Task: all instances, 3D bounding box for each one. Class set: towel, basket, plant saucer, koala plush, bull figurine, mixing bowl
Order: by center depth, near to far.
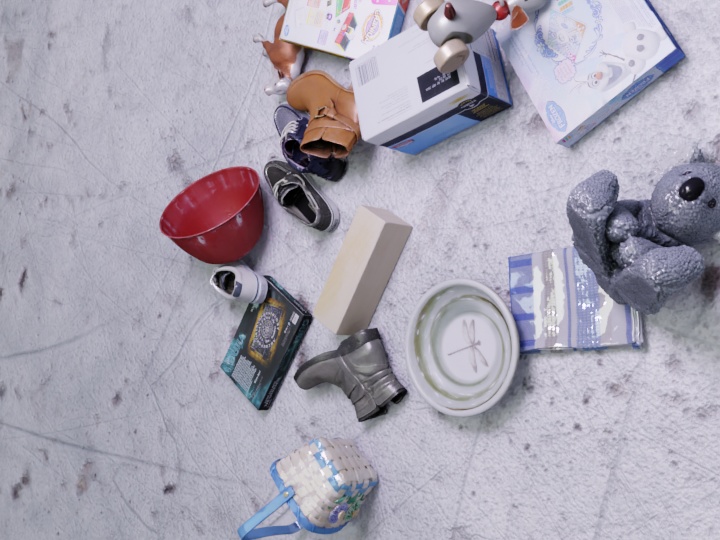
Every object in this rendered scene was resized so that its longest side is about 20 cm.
[{"bbox_3d":[0.378,-0.061,1.111,0.199,0.184,0.178,-39,64,-5],"label":"koala plush"},{"bbox_3d":[0.293,0.039,1.247,0.198,0.024,0.149,-8,81,39],"label":"towel"},{"bbox_3d":[0.156,0.114,1.337,0.198,0.050,0.204,-4,83,39],"label":"plant saucer"},{"bbox_3d":[-0.085,0.361,1.439,0.199,0.176,0.140,-40,66,18],"label":"basket"},{"bbox_3d":[-0.133,-0.412,1.609,0.121,0.065,0.202,35,108,35],"label":"bull figurine"},{"bbox_3d":[-0.249,-0.083,1.625,0.197,0.109,0.201,-18,34,13],"label":"mixing bowl"}]

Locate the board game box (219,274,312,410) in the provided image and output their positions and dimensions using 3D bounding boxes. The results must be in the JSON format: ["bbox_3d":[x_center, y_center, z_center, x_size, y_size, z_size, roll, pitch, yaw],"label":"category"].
[{"bbox_3d":[-0.172,0.129,1.622,0.135,0.028,0.202,40,111,37],"label":"board game box"}]

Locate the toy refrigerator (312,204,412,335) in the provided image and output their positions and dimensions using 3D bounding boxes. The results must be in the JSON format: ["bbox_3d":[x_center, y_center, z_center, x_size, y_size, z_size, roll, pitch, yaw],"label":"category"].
[{"bbox_3d":[0.000,0.000,1.460,0.070,0.075,0.202,36,109,36],"label":"toy refrigerator"}]

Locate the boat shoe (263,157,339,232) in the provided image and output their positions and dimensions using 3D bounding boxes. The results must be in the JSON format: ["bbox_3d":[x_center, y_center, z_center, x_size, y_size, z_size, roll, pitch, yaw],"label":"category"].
[{"bbox_3d":[-0.116,-0.138,1.574,0.200,0.063,0.071,41,112,34],"label":"boat shoe"}]

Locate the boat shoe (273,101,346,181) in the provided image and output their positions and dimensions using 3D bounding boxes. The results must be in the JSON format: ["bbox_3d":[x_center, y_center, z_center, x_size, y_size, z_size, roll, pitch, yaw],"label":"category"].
[{"bbox_3d":[-0.110,-0.233,1.558,0.200,0.092,0.075,46,114,32],"label":"boat shoe"}]

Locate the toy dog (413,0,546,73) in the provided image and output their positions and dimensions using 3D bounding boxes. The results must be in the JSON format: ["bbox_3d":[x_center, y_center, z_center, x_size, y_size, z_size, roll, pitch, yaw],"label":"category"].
[{"bbox_3d":[0.163,-0.357,1.216,0.132,0.096,0.200,41,75,7],"label":"toy dog"}]

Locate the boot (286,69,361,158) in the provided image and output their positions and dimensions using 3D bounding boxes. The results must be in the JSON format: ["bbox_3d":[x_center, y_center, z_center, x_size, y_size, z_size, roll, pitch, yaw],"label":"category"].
[{"bbox_3d":[-0.066,-0.250,1.499,0.197,0.077,0.157,7,58,29],"label":"boot"}]

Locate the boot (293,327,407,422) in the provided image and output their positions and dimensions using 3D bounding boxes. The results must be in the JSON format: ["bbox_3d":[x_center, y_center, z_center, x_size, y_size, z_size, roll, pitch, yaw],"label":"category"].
[{"bbox_3d":[-0.022,0.190,1.474,0.199,0.067,0.132,-33,72,35],"label":"boot"}]

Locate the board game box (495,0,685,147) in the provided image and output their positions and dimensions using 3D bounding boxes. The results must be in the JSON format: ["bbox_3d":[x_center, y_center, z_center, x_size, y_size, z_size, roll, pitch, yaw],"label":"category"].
[{"bbox_3d":[0.309,-0.311,1.246,0.198,0.043,0.202,-38,64,30],"label":"board game box"}]

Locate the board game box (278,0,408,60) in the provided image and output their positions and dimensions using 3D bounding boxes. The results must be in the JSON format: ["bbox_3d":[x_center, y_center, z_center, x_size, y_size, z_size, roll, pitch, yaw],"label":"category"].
[{"bbox_3d":[-0.025,-0.432,1.498,0.198,0.040,0.155,20,100,20],"label":"board game box"}]

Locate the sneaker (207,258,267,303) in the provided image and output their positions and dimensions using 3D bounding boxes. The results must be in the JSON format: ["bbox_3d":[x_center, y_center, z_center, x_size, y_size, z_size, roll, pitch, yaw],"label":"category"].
[{"bbox_3d":[-0.241,0.010,1.644,0.199,0.070,0.074,15,91,55],"label":"sneaker"}]

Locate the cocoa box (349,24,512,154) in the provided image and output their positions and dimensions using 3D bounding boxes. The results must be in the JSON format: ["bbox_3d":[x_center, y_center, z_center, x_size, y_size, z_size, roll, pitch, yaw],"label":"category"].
[{"bbox_3d":[0.104,-0.279,1.358,0.198,0.130,0.135,-22,73,36],"label":"cocoa box"}]
